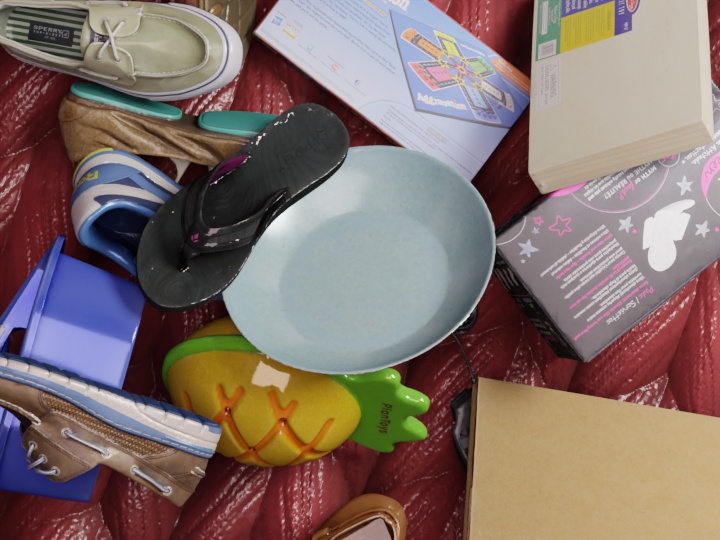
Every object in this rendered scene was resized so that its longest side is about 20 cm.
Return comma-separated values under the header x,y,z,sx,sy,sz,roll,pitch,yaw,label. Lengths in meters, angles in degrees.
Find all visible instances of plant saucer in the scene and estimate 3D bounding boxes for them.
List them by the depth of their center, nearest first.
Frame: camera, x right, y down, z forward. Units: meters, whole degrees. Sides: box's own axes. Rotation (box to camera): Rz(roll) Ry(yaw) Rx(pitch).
x,y,z,sx,sy,sz,roll,pitch,yaw,label
0.000,0.000,1.656,0.200,0.039,0.202,-6,53,8,plant saucer

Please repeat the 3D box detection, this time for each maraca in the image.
x,y,z,sx,sy,sz,roll,pitch,yaw,label
-0.048,0.091,1.695,0.199,0.137,0.107,10,61,5,maraca

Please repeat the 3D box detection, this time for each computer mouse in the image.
x,y,z,sx,sy,sz,roll,pitch,yaw,label
0.080,0.081,1.750,0.058,0.034,0.201,-18,82,-15,computer mouse

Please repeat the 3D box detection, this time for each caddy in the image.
x,y,z,sx,sy,sz,roll,pitch,yaw,label
-0.225,0.077,1.685,0.104,0.141,0.201,16,87,-6,caddy

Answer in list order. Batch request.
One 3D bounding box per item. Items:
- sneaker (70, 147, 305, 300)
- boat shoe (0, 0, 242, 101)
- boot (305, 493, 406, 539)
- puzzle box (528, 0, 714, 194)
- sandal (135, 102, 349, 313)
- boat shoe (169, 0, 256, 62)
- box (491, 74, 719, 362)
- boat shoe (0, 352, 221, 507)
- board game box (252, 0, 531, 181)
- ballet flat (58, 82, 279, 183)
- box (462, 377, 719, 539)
x,y,z,sx,sy,sz,roll,pitch,yaw,label
-0.125,-0.016,1.705,0.199,0.082,0.074,20,120,-7,sneaker
-0.185,-0.164,1.699,0.199,0.062,0.072,6,92,22,boat shoe
-0.042,0.241,1.676,0.074,0.155,0.200,37,88,0,boot
0.188,-0.149,1.674,0.132,0.201,0.025,-17,132,22,puzzle box
-0.088,-0.054,1.649,0.075,0.048,0.200,38,68,12,sandal
-0.125,-0.242,1.740,0.067,0.072,0.201,-2,97,31,boat shoe
0.200,-0.035,1.703,0.200,0.132,0.115,-37,91,-3,box
-0.198,0.109,1.583,0.199,0.072,0.073,19,89,-9,boat shoe
0.027,-0.158,1.754,0.200,0.019,0.103,38,84,-1,board game box
-0.130,-0.090,1.735,0.199,0.068,0.073,9,108,-1,ballet flat
0.175,0.170,1.706,0.199,0.021,0.164,10,62,-9,box
